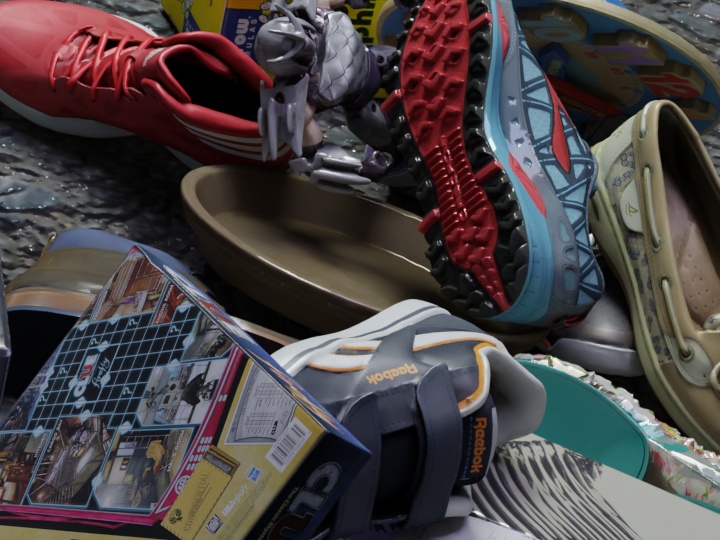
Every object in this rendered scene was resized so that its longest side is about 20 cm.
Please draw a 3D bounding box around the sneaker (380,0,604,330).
[{"bbox_3d":[0.072,-0.056,1.435,0.095,0.079,0.201,19,54,-42],"label":"sneaker"}]

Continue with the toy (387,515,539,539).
[{"bbox_3d":[0.092,0.168,1.170,0.199,0.047,0.115,17,28,15],"label":"toy"}]

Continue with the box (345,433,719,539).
[{"bbox_3d":[0.097,0.132,1.269,0.199,0.069,0.082,22,32,13],"label":"box"}]

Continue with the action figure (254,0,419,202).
[{"bbox_3d":[0.005,-0.097,1.494,0.069,0.131,0.200,12,-8,33],"label":"action figure"}]

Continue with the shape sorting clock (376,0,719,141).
[{"bbox_3d":[0.104,-0.110,1.583,0.199,0.200,0.039,13,70,-2],"label":"shape sorting clock"}]

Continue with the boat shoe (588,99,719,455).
[{"bbox_3d":[0.173,0.012,1.432,0.073,0.063,0.201,-17,72,-37],"label":"boat shoe"}]

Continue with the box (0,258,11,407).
[{"bbox_3d":[-0.219,0.022,1.266,0.105,0.123,0.200,5,32,-15],"label":"box"}]

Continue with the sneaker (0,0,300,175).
[{"bbox_3d":[-0.121,-0.113,1.515,0.199,0.116,0.079,18,72,8],"label":"sneaker"}]

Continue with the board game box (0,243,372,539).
[{"bbox_3d":[-0.102,0.108,1.117,0.135,0.200,0.035,42,7,38],"label":"board game box"}]

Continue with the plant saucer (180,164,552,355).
[{"bbox_3d":[0.000,0.000,1.436,0.199,0.030,0.200,20,15,-6],"label":"plant saucer"}]

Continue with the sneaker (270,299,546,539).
[{"bbox_3d":[0.006,0.069,1.196,0.079,0.079,0.200,24,32,26],"label":"sneaker"}]

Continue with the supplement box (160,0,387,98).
[{"bbox_3d":[-0.002,-0.173,1.680,0.199,0.110,0.109,-1,34,-22],"label":"supplement box"}]

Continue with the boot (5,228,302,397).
[{"bbox_3d":[-0.075,0.026,1.365,0.199,0.075,0.097,13,34,2],"label":"boot"}]

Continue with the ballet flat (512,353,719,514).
[{"bbox_3d":[0.142,0.108,1.345,0.200,0.076,0.064,35,6,24],"label":"ballet flat"}]

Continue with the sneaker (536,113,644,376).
[{"bbox_3d":[0.127,-0.020,1.513,0.077,0.082,0.200,11,31,-4],"label":"sneaker"}]
